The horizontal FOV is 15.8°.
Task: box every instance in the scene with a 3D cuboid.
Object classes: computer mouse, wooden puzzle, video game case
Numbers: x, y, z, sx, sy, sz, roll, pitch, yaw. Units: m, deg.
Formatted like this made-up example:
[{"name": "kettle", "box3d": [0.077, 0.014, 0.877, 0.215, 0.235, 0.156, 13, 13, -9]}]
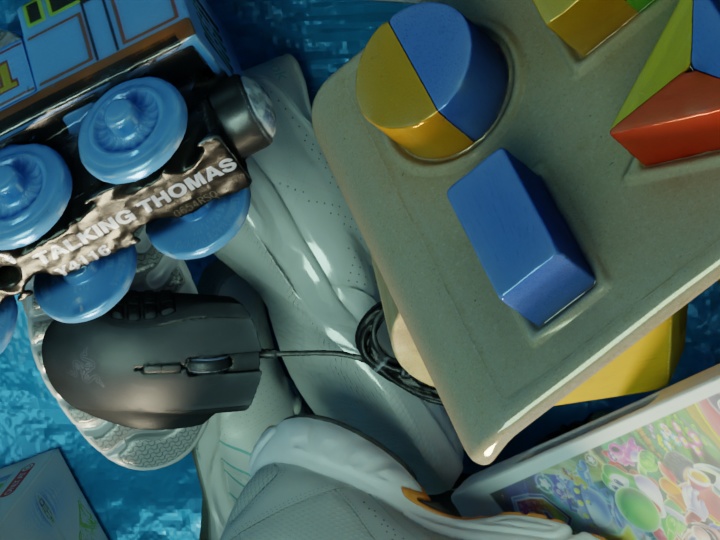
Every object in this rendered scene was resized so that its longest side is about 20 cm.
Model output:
[{"name": "computer mouse", "box3d": [-0.033, 0.038, 1.052, 0.199, 0.034, 0.059, 0, 103, 8]}, {"name": "wooden puzzle", "box3d": [0.071, -0.060, 0.919, 0.200, 0.186, 0.046, -42, 139, 19]}, {"name": "video game case", "box3d": [0.131, 0.119, 1.020, 0.143, 0.018, 0.200, 52, 146, -4]}]

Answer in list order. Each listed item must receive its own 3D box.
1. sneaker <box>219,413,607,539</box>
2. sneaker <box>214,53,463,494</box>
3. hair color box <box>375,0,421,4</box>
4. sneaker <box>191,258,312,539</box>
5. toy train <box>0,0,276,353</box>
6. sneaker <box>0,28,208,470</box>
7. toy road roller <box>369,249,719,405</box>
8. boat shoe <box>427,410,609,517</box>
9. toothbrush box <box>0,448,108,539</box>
[{"name": "sneaker", "box3d": [0.032, 0.139, 1.033, 0.199, 0.092, 0.076, 22, 140, 12]}, {"name": "sneaker", "box3d": [0.000, 0.000, 1.108, 0.075, 0.088, 0.200, -7, 120, 58]}, {"name": "hair color box", "box3d": [-0.062, -0.171, 1.056, 0.199, 0.061, 0.101, 6, 116, 14]}, {"name": "sneaker", "box3d": [-0.039, 0.087, 1.172, 0.080, 0.070, 0.201, -7, 110, -5]}, {"name": "toy train", "box3d": [-0.130, -0.041, 1.030, 0.199, 0.115, 0.087, -26, 142, 9]}, {"name": "sneaker", "box3d": [-0.117, -0.011, 1.122, 0.074, 0.082, 0.201, -24, 88, 0]}, {"name": "toy road roller", "box3d": [0.100, -0.044, 0.989, 0.199, 0.123, 0.146, -11, 134, -3]}, {"name": "boat shoe", "box3d": [0.106, 0.094, 1.127, 0.200, 0.072, 0.066, 2, 89, 29]}, {"name": "toothbrush box", "box3d": [-0.153, 0.210, 1.209, 0.086, 0.146, 0.201, -21, 106, 24]}]
